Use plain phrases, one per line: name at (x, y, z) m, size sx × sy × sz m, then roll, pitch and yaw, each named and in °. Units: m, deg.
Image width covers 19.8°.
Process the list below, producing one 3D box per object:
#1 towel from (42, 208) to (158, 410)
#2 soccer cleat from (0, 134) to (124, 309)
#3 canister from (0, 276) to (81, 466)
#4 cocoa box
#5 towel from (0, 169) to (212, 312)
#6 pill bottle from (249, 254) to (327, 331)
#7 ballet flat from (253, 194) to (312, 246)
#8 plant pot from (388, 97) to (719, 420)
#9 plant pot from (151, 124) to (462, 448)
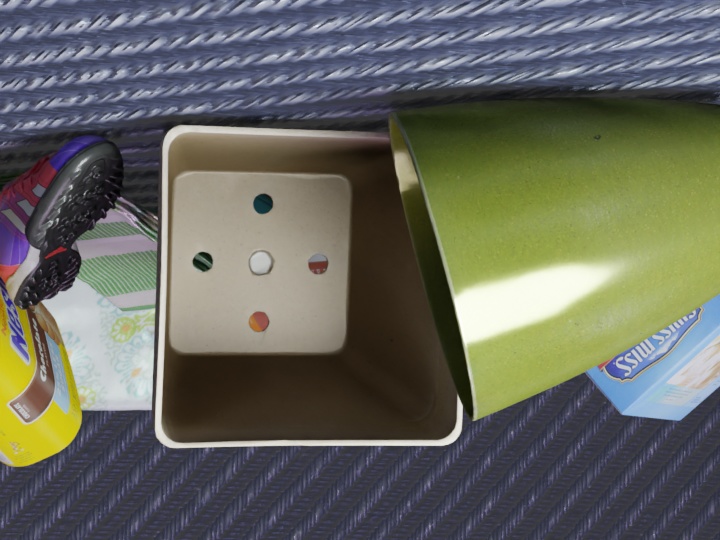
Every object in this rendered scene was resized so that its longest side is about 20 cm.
towel at (-0.217, 0.032, 1.670) m, size 0.200 × 0.172 × 0.048 m, roll 3°, pitch -162°, yaw -26°
soccer cleat at (-0.214, -0.046, 1.398) m, size 0.068 × 0.073 × 0.200 m, roll -25°, pitch 165°, yaw -29°
canister at (-0.283, 0.039, 1.501) m, size 0.086 × 0.149 × 0.200 m, roll -24°, pitch 145°, yaw 3°
cocoa box at (0.241, 0.030, 1.658) m, size 0.133 × 0.131 × 0.200 m, roll -43°, pitch 162°, yaw 13°
towel at (-0.194, -0.020, 1.545) m, size 0.152 × 0.023 × 0.200 m, roll -5°, pitch 152°, yaw 40°
pill bottle at (0.000, 0.000, 1.653) m, size 0.200 × 0.112 × 0.112 m, roll -4°, pitch 173°, yaw 35°
ballet flat at (-0.077, -0.039, 1.570) m, size 0.072 × 0.072 × 0.200 m, roll 3°, pitch 173°, yaw -31°
plant pot at (0.136, -0.029, 1.220) m, size 0.200 × 0.188 × 0.187 m, roll -15°, pitch 175°, yaw -3°
plant pot at (-0.050, 0.002, 1.379) m, size 0.199 × 0.200 × 0.177 m, roll 1°, pitch -174°, yaw -15°
